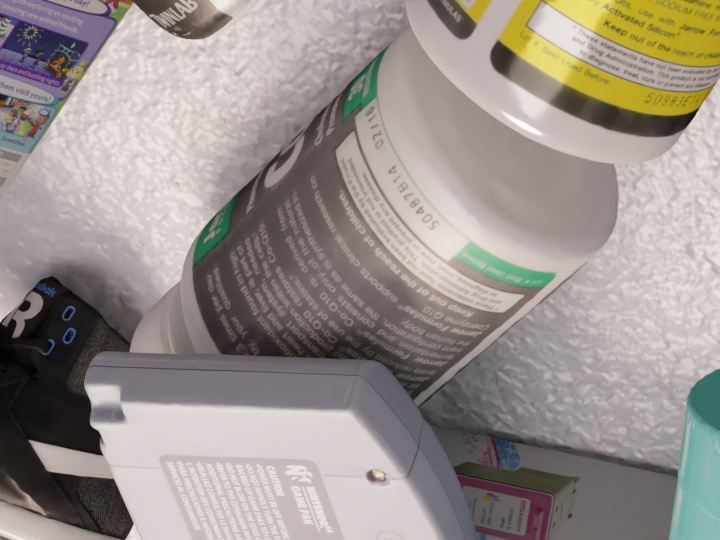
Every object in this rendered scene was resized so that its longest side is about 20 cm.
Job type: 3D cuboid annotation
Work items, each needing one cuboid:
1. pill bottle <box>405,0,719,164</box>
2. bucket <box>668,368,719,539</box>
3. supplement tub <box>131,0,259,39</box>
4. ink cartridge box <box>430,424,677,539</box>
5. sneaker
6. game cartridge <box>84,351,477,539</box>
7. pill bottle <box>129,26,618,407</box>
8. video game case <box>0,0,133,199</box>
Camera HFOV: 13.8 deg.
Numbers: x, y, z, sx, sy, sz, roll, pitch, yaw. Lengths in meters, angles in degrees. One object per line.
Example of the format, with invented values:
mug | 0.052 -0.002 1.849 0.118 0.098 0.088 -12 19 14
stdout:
pill bottle | 0.107 -0.144 1.011 0.112 0.113 0.200 29 118 -5
bucket | 0.209 0.116 1.136 0.206 0.207 0.136 6 105 15
supplement tub | -0.095 -0.188 1.064 0.200 0.123 0.122 41 128 -14
ink cartridge box | 0.049 0.151 1.300 0.199 0.085 0.145 13 130 11
sneaker | -0.174 0.046 1.273 0.199 0.112 0.073 25 172 -30
game cartridge | -0.021 0.105 1.188 0.133 0.041 0.201 5 140 20
pill bottle | 0.000 0.000 1.182 0.113 0.113 0.200 38 128 -12
video game case | -0.190 -0.079 1.114 0.200 0.022 0.182 15 117 -48
